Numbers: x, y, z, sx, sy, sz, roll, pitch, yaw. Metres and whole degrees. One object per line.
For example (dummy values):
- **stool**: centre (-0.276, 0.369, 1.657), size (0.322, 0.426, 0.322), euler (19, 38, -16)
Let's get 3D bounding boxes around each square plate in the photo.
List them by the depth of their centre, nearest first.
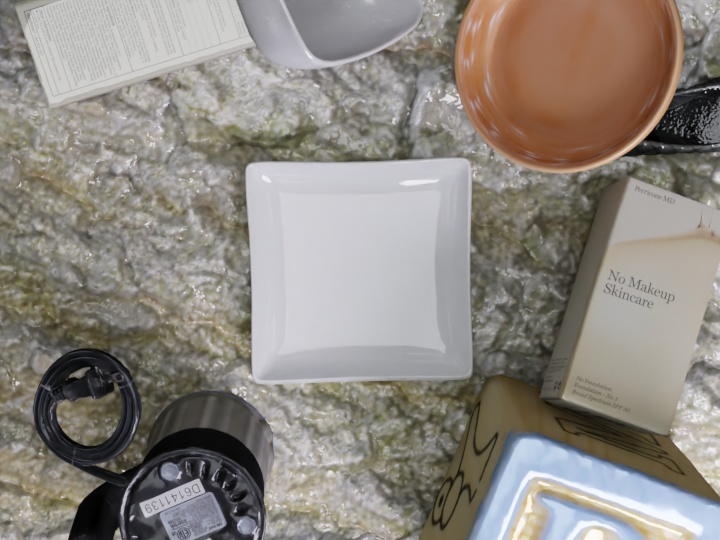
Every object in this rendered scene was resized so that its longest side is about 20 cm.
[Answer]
- **square plate**: centre (0.000, 0.000, 1.243), size (0.198, 0.028, 0.200), euler (-1, 99, -1)

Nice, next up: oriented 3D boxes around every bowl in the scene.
- **bowl**: centre (-0.046, -0.263, 1.131), size (0.075, 0.200, 0.200), euler (-12, 103, 36)

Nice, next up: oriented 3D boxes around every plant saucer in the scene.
- **plant saucer**: centre (0.176, -0.181, 1.175), size (0.200, 0.037, 0.200), euler (-1, 88, 29)

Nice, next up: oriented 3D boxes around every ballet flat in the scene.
- **ballet flat**: centre (0.287, -0.129, 1.213), size (0.200, 0.057, 0.067), euler (-10, 100, 0)

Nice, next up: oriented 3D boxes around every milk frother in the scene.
- **milk frother**: centre (-0.169, 0.143, 1.182), size (0.180, 0.188, 0.200), euler (-6, 99, -1)

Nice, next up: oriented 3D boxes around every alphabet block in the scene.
- **alphabet block**: centre (0.173, 0.225, 1.199), size (0.196, 0.200, 0.195), euler (23, 99, -5)

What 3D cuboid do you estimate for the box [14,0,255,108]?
- **box**: centre (-0.176, -0.210, 1.178), size (0.200, 0.078, 0.095), euler (-16, 99, 1)

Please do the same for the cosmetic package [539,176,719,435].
- **cosmetic package**: centre (0.237, 0.032, 1.206), size (0.103, 0.073, 0.200), euler (18, 83, -6)

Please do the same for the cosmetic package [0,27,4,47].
- **cosmetic package**: centre (-0.358, -0.275, 1.150), size (0.090, 0.107, 0.200), euler (-11, 98, 0)
